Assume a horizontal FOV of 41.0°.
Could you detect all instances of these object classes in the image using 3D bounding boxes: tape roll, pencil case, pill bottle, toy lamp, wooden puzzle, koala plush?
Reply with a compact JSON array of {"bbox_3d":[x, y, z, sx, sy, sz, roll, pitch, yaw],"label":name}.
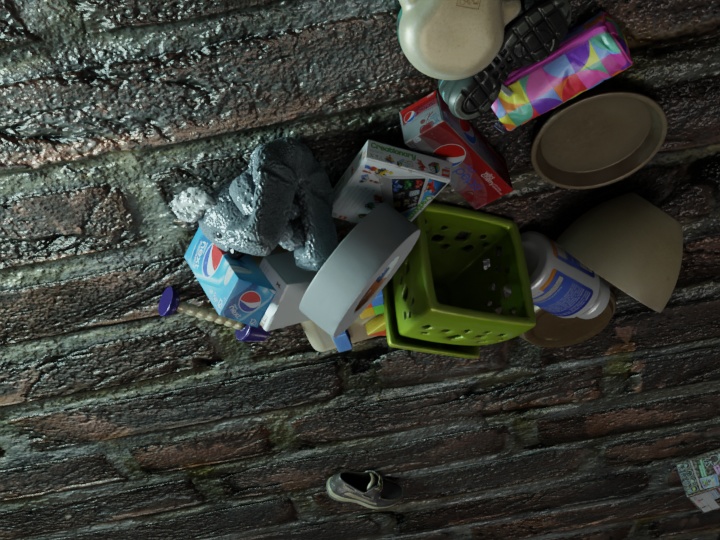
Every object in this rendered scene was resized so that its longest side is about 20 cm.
[{"bbox_3d":[0.000,0.000,1.381,0.066,0.200,0.200,38,138,8],"label":"tape roll"},{"bbox_3d":[0.255,-0.260,1.272,0.200,0.088,0.088,-28,140,21],"label":"pencil case"},{"bbox_3d":[0.334,0.016,1.635,0.200,0.112,0.112,25,133,-39],"label":"pill bottle"},{"bbox_3d":[-0.246,0.080,1.655,0.200,0.058,0.058,22,134,-31],"label":"toy lamp"},{"bbox_3d":[-0.011,0.084,1.714,0.200,0.046,0.185,-13,144,6],"label":"wooden puzzle"},{"bbox_3d":[-0.155,-0.087,1.389,0.200,0.184,0.177,-11,162,40],"label":"koala plush"}]

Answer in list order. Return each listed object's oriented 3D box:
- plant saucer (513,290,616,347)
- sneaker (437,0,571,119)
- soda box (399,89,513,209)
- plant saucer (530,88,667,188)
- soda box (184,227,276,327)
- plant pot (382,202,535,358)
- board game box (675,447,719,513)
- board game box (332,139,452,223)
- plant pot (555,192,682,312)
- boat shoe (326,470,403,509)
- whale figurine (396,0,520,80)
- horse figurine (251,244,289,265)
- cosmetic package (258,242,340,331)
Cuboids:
[{"bbox_3d":[0.386,0.089,1.817,0.200,0.029,0.200,-5,143,-4],"label":"plant saucer"},{"bbox_3d":[0.179,-0.286,1.237,0.200,0.079,0.075,-40,132,8],"label":"sneaker"},{"bbox_3d":[0.140,-0.170,1.385,0.070,0.063,0.200,-27,141,25],"label":"soda box"},{"bbox_3d":[0.346,-0.195,1.411,0.200,0.029,0.200,-6,144,-4],"label":"plant saucer"},{"bbox_3d":[-0.197,0.004,1.436,0.068,0.200,0.064,21,104,-33],"label":"soda box"},{"bbox_3d":[0.142,0.029,1.554,0.200,0.199,0.181,9,147,-24],"label":"plant pot"},{"bbox_3d":[0.936,0.527,2.462,0.200,0.097,0.159,-25,141,21],"label":"board game box"},{"bbox_3d":[0.036,-0.117,1.400,0.126,0.035,0.200,13,157,-15],"label":"board game box"},{"bbox_3d":[0.433,-0.045,1.535,0.200,0.200,0.135,24,104,-36],"label":"plant pot"},{"bbox_3d":[0.020,0.517,2.283,0.200,0.075,0.073,10,140,-25],"label":"boat shoe"},{"bbox_3d":[0.114,-0.333,1.153,0.159,0.104,0.200,4,118,-15],"label":"whale figurine"},{"bbox_3d":[-0.138,-0.015,1.552,0.200,0.050,0.133,-11,151,-1],"label":"horse figurine"},{"bbox_3d":[-0.077,0.021,1.514,0.200,0.074,0.102,-10,138,-45],"label":"cosmetic package"}]
